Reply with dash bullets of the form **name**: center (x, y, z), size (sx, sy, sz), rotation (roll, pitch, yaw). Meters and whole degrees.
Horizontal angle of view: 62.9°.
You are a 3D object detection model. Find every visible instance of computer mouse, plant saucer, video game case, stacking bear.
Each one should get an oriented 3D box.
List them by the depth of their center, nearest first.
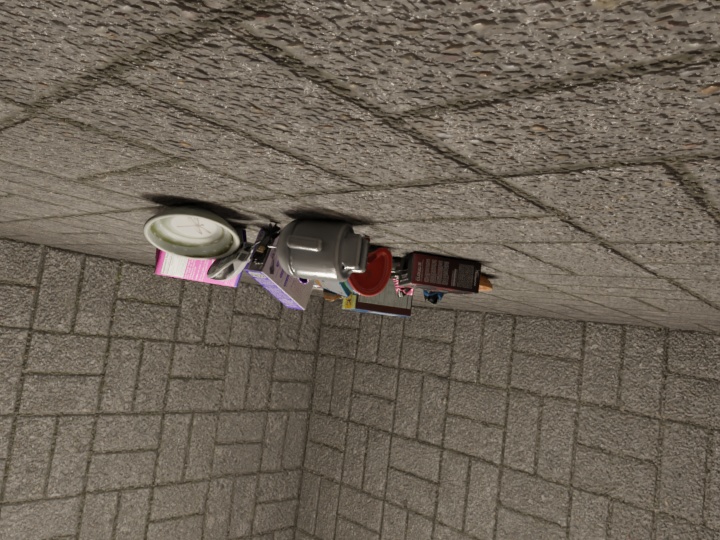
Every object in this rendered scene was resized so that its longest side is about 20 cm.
- **plant saucer**: center (-0.348, -0.087, 1.226), size (0.193, 0.052, 0.201), rotation (0, 155, 0)
- **computer mouse**: center (-0.257, -0.025, 1.285), size (0.196, 0.111, 0.044), rotation (-25, 123, 32)
- **stacking bear**: center (0.000, 0.000, 1.487), size (0.117, 0.118, 0.200), rotation (-3, -176, -12)
- **video game case**: center (-0.126, -0.004, 1.544), size (0.196, 0.018, 0.144), rotation (19, 153, 36)
- **plant saucer**: center (0.290, 0.028, 1.721), size (0.193, 0.039, 0.200), rotation (7, 174, 1)

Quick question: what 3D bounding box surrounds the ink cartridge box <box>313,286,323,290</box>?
- **ink cartridge box**: center (-0.144, 0.018, 1.966), size (0.193, 0.089, 0.148), rotation (9, 174, -1)

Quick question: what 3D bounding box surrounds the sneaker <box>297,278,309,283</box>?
- **sneaker**: center (-0.124, -0.028, 1.345), size (0.070, 0.119, 0.200), rotation (5, 175, 8)

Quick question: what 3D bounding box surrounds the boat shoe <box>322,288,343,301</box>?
- **boat shoe**: center (-0.053, 0.045, 1.745), size (0.073, 0.076, 0.200), rotation (10, -153, 18)

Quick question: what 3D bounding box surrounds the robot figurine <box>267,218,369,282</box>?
- **robot figurine**: center (-0.082, -0.040, 1.154), size (0.194, 0.117, 0.169), rotation (5, 169, 21)

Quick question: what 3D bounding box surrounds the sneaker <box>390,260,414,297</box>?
- **sneaker**: center (0.117, 0.025, 1.633), size (0.077, 0.099, 0.199), rotation (7, 173, 22)

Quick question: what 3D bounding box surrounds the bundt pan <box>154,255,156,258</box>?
- **bundt pan**: center (-0.501, -0.058, 1.738), size (0.195, 0.079, 0.202), rotation (7, 174, 1)

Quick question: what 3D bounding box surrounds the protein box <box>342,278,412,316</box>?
- **protein box**: center (0.057, 0.076, 1.990), size (0.193, 0.140, 0.198), rotation (9, 175, -13)

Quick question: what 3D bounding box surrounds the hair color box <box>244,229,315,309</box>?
- **hair color box**: center (-0.187, 0.001, 1.424), size (0.063, 0.112, 0.201), rotation (6, 154, 30)

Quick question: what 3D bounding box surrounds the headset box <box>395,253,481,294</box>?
- **headset box**: center (0.186, 0.010, 1.478), size (0.193, 0.078, 0.149), rotation (8, 175, -9)

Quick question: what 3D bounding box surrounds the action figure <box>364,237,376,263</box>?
- **action figure**: center (-0.046, -0.020, 1.348), size (0.051, 0.067, 0.198), rotation (-32, -174, -39)

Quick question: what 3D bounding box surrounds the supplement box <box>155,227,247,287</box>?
- **supplement box**: center (-0.372, -0.046, 1.376), size (0.195, 0.105, 0.103), rotation (12, -142, -26)

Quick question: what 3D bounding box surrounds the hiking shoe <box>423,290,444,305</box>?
- **hiking shoe**: center (0.240, 0.068, 1.914), size (0.072, 0.090, 0.199), rotation (5, 174, 25)
